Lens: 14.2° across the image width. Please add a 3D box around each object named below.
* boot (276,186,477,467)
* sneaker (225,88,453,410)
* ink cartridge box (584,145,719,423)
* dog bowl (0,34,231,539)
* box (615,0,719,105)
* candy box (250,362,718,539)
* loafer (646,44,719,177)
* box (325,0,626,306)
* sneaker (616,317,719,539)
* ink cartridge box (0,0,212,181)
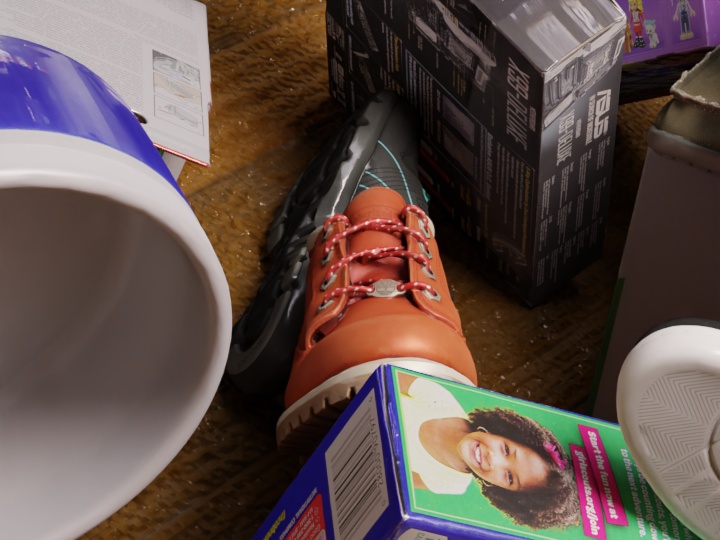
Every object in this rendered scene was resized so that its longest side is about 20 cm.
[{"bbox_3d":[0.004,0.019,1.083,0.075,0.108,0.200,0,-5,-5],"label":"boot"},{"bbox_3d":[0.000,0.000,1.258,0.079,0.075,0.200,34,41,-12],"label":"sneaker"},{"bbox_3d":[0.200,-0.003,1.320,0.083,0.147,0.200,25,28,29],"label":"ink cartridge box"},{"bbox_3d":[-0.150,0.018,0.991,0.200,0.200,0.079,4,40,-34],"label":"dog bowl"},{"bbox_3d":[0.141,-0.110,1.401,0.137,0.200,0.039,-3,86,-39],"label":"box"},{"bbox_3d":[0.062,0.130,1.032,0.200,0.169,0.077,14,44,-23],"label":"candy box"},{"bbox_3d":[0.183,-0.089,1.239,0.075,0.070,0.200,21,27,21],"label":"loafer"},{"bbox_3d":[0.047,-0.096,1.298,0.050,0.200,0.158,-35,64,-17],"label":"box"},{"bbox_3d":[0.168,0.054,1.004,0.200,0.073,0.112,31,33,-20],"label":"sneaker"},{"bbox_3d":[-0.122,-0.083,1.240,0.109,0.050,0.200,21,21,-13],"label":"ink cartridge box"}]
